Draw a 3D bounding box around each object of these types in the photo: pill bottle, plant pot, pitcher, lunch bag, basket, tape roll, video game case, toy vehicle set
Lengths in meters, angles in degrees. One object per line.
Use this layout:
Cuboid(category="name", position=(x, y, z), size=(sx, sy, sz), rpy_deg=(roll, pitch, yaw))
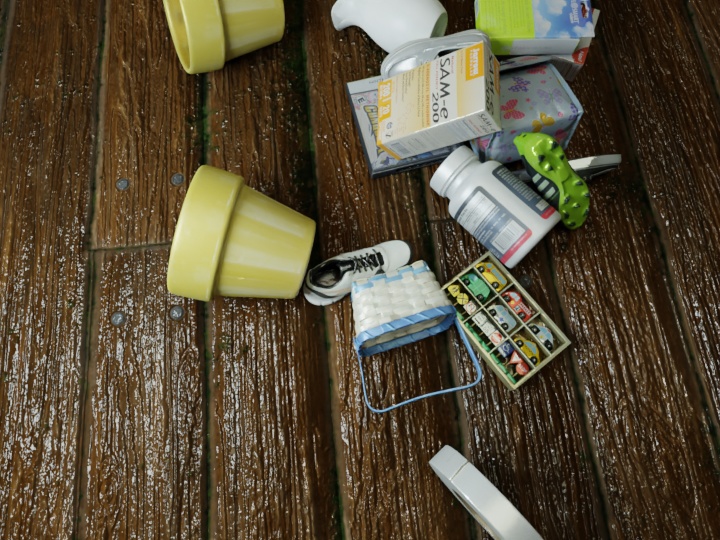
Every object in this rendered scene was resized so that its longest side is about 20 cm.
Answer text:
Cuboid(category="pill bottle", position=(0.220, -0.112, 0.853), size=(0.120, 0.120, 0.200), rpy_deg=(-43, 78, -11))
Cuboid(category="plant pot", position=(-0.249, -0.481, 0.934), size=(0.188, 0.201, 0.201), rpy_deg=(-18, 74, -20))
Cuboid(category="pitcher", position=(0.070, -0.505, 0.962), size=(0.200, 0.121, 0.172), rpy_deg=(29, 97, 15))
Cuboid(category="lunch bag", position=(0.266, -0.304, 0.909), size=(0.169, 0.127, 0.201), rpy_deg=(-13, 60, -4))
Cuboid(category="plant pot", position=(-0.178, -0.041, 0.797), size=(0.188, 0.201, 0.201), rpy_deg=(14, 73, -13))
Cuboid(category="basket", position=(0.074, 0.099, 0.778), size=(0.176, 0.139, 0.201), rpy_deg=(-14, 66, -3))
Cuboid(category="tape roll", position=(0.174, 0.323, 0.681), size=(0.037, 0.203, 0.203), rpy_deg=(-42, 78, -11))
Cuboid(category="video game case", position=(0.082, -0.283, 0.952), size=(0.180, 0.026, 0.201), rpy_deg=(-14, 74, -4))
Cuboid(category="toy vehicle set", position=(0.231, 0.081, 0.843), size=(0.124, 0.027, 0.200), rpy_deg=(-37, 77, -10))

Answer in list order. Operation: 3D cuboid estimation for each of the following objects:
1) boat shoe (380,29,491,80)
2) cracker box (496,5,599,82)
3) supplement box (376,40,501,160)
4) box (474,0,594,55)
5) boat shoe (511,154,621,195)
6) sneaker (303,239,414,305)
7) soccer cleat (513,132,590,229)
Cuboid(category="boat shoe", position=(0.133, -0.369, 0.905), size=(0.199, 0.072, 0.069), rpy_deg=(-6, 41, 10))
Cuboid(category="cracker box", position=(0.345, -0.466, 0.990), size=(0.199, 0.058, 0.134), rpy_deg=(20, 75, 5))
Cuboid(category="supplement box", position=(0.127, -0.276, 0.847), size=(0.199, 0.073, 0.127), rpy_deg=(-9, 72, 35))
Cuboid(category="box", position=(0.315, -0.461, 0.934), size=(0.199, 0.048, 0.122), rpy_deg=(0, 74, 2))
Cuboid(category="boat shoe", position=(0.365, -0.166, 0.903), size=(0.199, 0.069, 0.057), rpy_deg=(-11, 101, -4))
Cuboid(category="sneaker", position=(0.000, 0.000, 0.841), size=(0.199, 0.080, 0.074), rpy_deg=(-24, 73, -8))
Cuboid(category="soccer cleat", position=(0.319, -0.150, 0.839), size=(0.067, 0.200, 0.081), rpy_deg=(-40, 33, 3))
